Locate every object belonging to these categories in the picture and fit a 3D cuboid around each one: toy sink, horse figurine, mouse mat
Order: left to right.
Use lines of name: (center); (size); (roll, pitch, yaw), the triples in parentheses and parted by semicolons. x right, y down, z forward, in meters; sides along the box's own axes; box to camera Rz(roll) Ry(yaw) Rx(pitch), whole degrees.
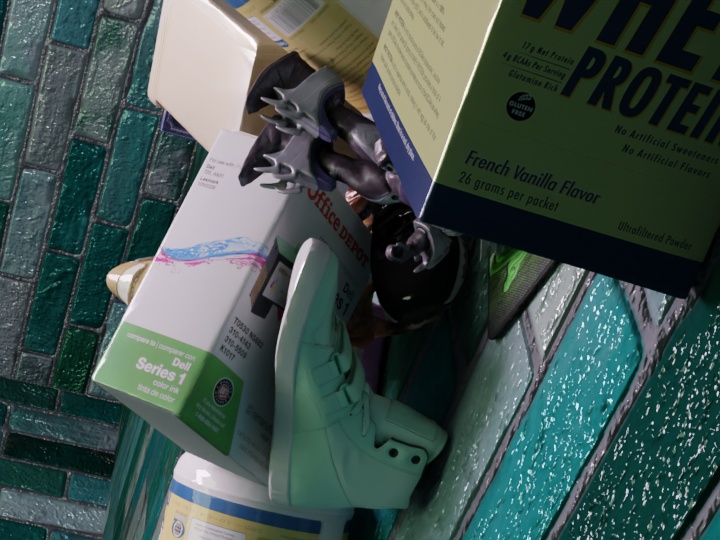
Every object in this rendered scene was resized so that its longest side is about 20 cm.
toy sink: (-0.086, -0.167, 1.080); (0.200, 0.129, 0.113); (43, 128, 41)
horse figurine: (0.000, 0.000, 1.063); (0.132, 0.050, 0.202); (-31, 41, 31)
mouse mat: (0.116, -0.070, 0.829); (0.201, 0.007, 0.162); (118, 161, -52)

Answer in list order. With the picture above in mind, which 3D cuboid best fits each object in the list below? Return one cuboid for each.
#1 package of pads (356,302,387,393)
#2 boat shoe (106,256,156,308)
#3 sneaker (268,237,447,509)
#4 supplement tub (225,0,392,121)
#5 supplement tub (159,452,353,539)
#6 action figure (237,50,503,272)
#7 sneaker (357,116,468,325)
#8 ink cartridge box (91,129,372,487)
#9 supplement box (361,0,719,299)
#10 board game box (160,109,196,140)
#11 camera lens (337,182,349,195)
package of pads: (-0.041, 0.102, 1.176); (0.200, 0.075, 0.122); (133, 152, -65)
boat shoe: (-0.117, 0.011, 1.051); (0.199, 0.075, 0.073); (14, -87, -61)
sneaker: (0.003, 0.072, 0.901); (0.074, 0.117, 0.203); (-80, -5, -59)
supplement tub: (0.011, -0.188, 0.902); (0.145, 0.199, 0.145); (-45, 20, 22)
supplement tub: (-0.093, 0.251, 1.054); (0.145, 0.143, 0.203); (180, 104, -77)
action figure: (0.020, -0.059, 0.846); (0.069, 0.198, 0.131); (-49, -28, -35)
sneaker: (0.023, -0.053, 0.972); (0.075, 0.088, 0.201); (-23, 41, 21)
ink cartridge box: (-0.079, 0.027, 0.957); (0.202, 0.083, 0.145); (-64, -31, -17)
supplement box: (0.104, -0.130, 0.643); (0.200, 0.133, 0.202); (-109, 36, -65)
board game box: (-0.103, -0.192, 1.469); (0.035, 0.198, 0.137); (-115, 40, -68)
camera lens: (-0.058, -0.157, 1.325); (0.160, 0.158, 0.202); (122, 158, -54)
